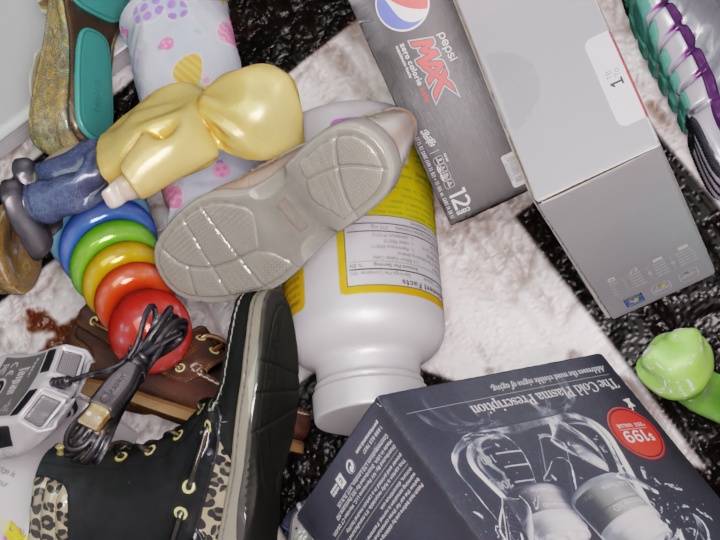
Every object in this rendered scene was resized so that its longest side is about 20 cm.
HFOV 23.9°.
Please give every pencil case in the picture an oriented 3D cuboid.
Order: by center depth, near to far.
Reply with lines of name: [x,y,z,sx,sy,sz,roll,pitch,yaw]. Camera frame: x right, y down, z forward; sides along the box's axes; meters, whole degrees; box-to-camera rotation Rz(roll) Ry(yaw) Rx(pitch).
pencil case: [-0.113,-0.104,1.189,0.082,0.091,0.202,-12,66,-7]

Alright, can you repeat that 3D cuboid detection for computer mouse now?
computer mouse: [-0.193,0.082,1.055,0.199,0.044,0.110,-12,41,43]

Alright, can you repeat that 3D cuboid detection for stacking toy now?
stacking toy: [-0.160,-0.003,1.138,0.085,0.085,0.200,-40,43,3]

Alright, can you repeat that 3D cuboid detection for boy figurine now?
boy figurine: [-0.128,-0.078,1.085,0.198,0.065,0.125,-21,22,8]

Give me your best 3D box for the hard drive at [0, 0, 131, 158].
hard drive: [-0.257,-0.172,1.304,0.199,0.026,0.132,-35,62,5]

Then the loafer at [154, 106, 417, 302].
loafer: [-0.042,-0.040,1.042,0.199,0.063,0.072,-28,99,37]

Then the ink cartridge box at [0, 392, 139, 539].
ink cartridge box: [-0.259,0.167,1.144,0.144,0.084,0.201,17,77,26]

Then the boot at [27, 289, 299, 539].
boot: [-0.122,0.107,1.043,0.152,0.073,0.206,7,88,20]

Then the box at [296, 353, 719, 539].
box: [0.102,0.155,0.932,0.183,0.199,0.104,53,128,27]

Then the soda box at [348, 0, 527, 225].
soda box: [0.045,-0.134,1.060,0.063,0.071,0.201,-23,95,10]

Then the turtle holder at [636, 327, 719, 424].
turtle holder: [0.262,0.076,0.948,0.141,0.132,0.186,-41,62,3]

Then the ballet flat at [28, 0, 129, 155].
ballet flat: [-0.209,-0.176,1.239,0.070,0.071,0.202,-4,70,20]

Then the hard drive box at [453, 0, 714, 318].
hard drive box: [0.136,-0.081,1.018,0.076,0.200,0.157,-24,64,11]

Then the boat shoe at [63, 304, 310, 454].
boat shoe: [-0.118,0.069,1.133,0.198,0.070,0.071,14,80,25]

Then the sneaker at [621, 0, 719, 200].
sneaker: [0.229,-0.145,1.087,0.087,0.074,0.201,-21,75,1]

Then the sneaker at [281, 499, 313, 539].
sneaker: [-0.005,0.159,1.055,0.085,0.077,0.200,36,86,32]

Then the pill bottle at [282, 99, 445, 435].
pill bottle: [0.000,0.000,1.095,0.103,0.104,0.202,-11,67,17]

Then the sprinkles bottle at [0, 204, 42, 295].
sprinkles bottle: [-0.335,-0.007,1.249,0.198,0.068,0.069,-6,68,19]
